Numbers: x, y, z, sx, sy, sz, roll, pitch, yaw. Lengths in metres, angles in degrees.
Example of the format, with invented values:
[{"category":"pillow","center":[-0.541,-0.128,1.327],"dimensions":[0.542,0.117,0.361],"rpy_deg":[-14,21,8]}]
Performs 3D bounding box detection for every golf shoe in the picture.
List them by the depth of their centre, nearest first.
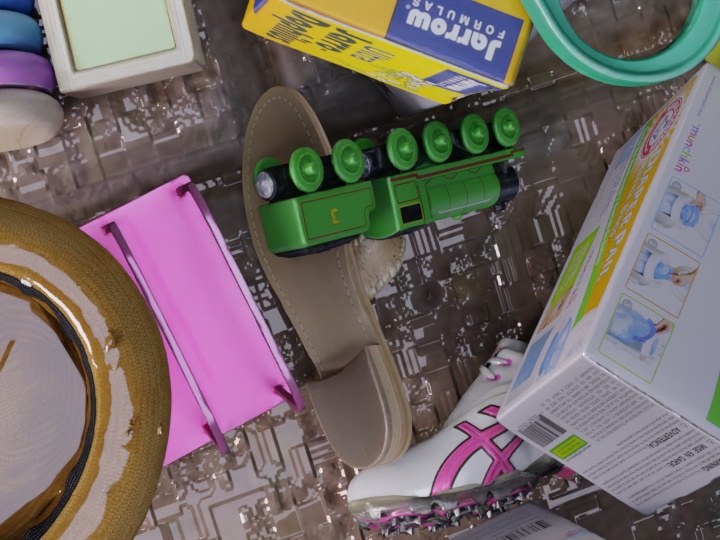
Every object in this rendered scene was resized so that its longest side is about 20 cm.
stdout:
[{"category":"golf shoe","center":[0.079,0.090,0.868],"dimensions":[0.198,0.073,0.093],"rpy_deg":[-17,76,-15]}]

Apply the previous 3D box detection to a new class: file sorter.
[{"category":"file sorter","center":[-0.144,0.055,0.792],"dimensions":[0.199,0.125,0.140],"rpy_deg":[-27,96,-8]}]

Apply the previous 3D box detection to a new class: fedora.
[{"category":"fedora","center":[-0.180,0.068,0.682],"dimensions":[0.198,0.082,0.203],"rpy_deg":[1,85,-10]}]

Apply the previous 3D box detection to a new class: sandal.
[{"category":"sandal","center":[-0.004,0.002,0.853],"dimensions":[0.069,0.077,0.214],"rpy_deg":[-7,76,-45]}]

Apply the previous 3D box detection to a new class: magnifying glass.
[{"category":"magnifying glass","center":[0.061,-0.145,0.599],"dimensions":[0.199,0.022,0.080],"rpy_deg":[32,86,-10]}]

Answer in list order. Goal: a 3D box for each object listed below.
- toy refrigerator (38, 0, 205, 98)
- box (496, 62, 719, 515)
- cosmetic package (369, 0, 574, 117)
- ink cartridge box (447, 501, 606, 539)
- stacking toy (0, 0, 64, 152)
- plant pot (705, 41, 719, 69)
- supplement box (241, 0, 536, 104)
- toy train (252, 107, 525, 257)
[{"category":"toy refrigerator","center":[-0.142,-0.199,0.808],"dimensions":[0.075,0.070,0.202],"rpy_deg":[-12,93,0]},{"category":"box","center":[0.170,0.009,0.818],"dimensions":[0.101,0.113,0.201],"rpy_deg":[31,60,-5]},{"category":"cosmetic package","center":[0.057,-0.210,0.801],"dimensions":[0.200,0.166,0.168],"rpy_deg":[-42,98,-6]},{"category":"ink cartridge box","center":[0.070,0.199,0.797],"dimensions":[0.146,0.200,0.086],"rpy_deg":[-22,95,-8]},{"category":"stacking toy","center":[-0.209,-0.166,0.805],"dimensions":[0.084,0.085,0.203],"rpy_deg":[-7,86,-10]},{"category":"plant pot","center":[0.288,-0.198,0.833],"dimensions":[0.197,0.200,0.184],"rpy_deg":[-7,99,-11]},{"category":"supplement box","center":[0.034,-0.186,0.658],"dimensions":[0.108,0.109,0.202],"rpy_deg":[18,89,-11]},{"category":"toy train","center":[0.022,-0.047,0.816],"dimensions":[0.199,0.041,0.057],"rpy_deg":[-15,93,-44]}]
